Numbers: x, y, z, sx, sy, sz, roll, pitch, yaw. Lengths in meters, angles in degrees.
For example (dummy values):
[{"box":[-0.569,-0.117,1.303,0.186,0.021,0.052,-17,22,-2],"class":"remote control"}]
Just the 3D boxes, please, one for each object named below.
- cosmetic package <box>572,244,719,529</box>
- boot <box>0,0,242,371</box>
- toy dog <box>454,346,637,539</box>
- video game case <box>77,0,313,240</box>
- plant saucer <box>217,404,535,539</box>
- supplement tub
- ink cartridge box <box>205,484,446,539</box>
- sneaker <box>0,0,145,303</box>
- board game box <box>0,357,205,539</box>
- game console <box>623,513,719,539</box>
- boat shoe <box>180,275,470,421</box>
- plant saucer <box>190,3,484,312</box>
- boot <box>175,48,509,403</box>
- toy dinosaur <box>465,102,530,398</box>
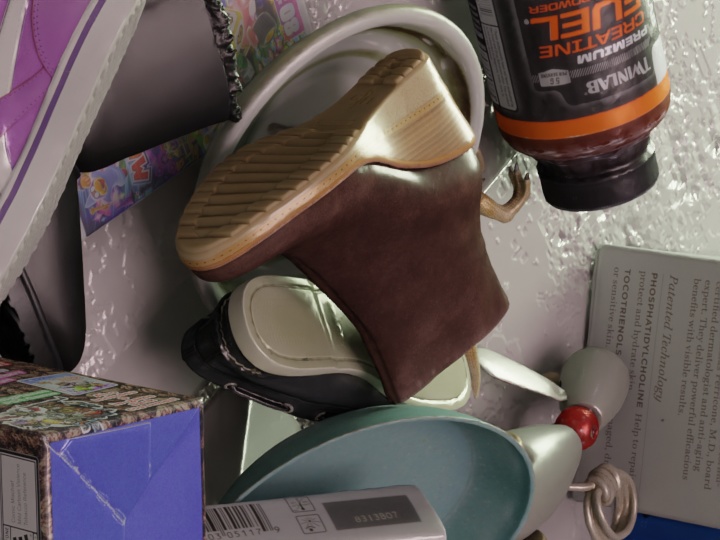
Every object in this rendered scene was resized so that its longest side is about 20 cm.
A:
[{"box":[0.265,0.077,1.772,0.167,0.200,0.167,3,93,-49],"class":"cosmetic package"},{"box":[-0.130,-0.058,1.379,0.162,0.073,0.198,-29,112,-22],"class":"boot"},{"box":[0.084,0.113,1.680,0.200,0.096,0.132,-15,104,-61],"class":"toy dog"},{"box":[-0.104,-0.122,1.466,0.200,0.018,0.143,-37,123,-38],"class":"video game case"},{"box":[-0.004,0.133,1.539,0.200,0.036,0.200,-16,142,-13],"class":"plant saucer"},{"box":[0.121,-0.138,1.647,0.107,0.107,0.200,-36,121,-39],"class":"supplement tub"},{"box":[-0.054,0.208,1.506,0.162,0.057,0.200,-4,132,-27],"class":"ink cartridge box"},{"box":[-0.187,-0.061,1.288,0.073,0.114,0.201,-102,-143,-87],"class":"sneaker"},{"box":[-0.173,0.128,1.293,0.097,0.200,0.160,-11,106,-47],"class":"board game box"},{"box":[0.277,0.234,1.811,0.118,0.200,0.171,-18,109,-47],"class":"game console"},{"box":[-0.019,0.049,1.520,0.199,0.066,0.075,6,63,-53],"class":"boat shoe"},{"box":[-0.022,-0.060,1.516,0.200,0.050,0.200,-28,137,-29],"class":"plant saucer"},{"box":[0.000,0.000,1.446,0.200,0.072,0.167,-39,124,-37],"class":"boot"},{"box":[0.043,-0.035,1.630,0.101,0.058,0.200,-35,114,-22],"class":"toy dinosaur"}]
